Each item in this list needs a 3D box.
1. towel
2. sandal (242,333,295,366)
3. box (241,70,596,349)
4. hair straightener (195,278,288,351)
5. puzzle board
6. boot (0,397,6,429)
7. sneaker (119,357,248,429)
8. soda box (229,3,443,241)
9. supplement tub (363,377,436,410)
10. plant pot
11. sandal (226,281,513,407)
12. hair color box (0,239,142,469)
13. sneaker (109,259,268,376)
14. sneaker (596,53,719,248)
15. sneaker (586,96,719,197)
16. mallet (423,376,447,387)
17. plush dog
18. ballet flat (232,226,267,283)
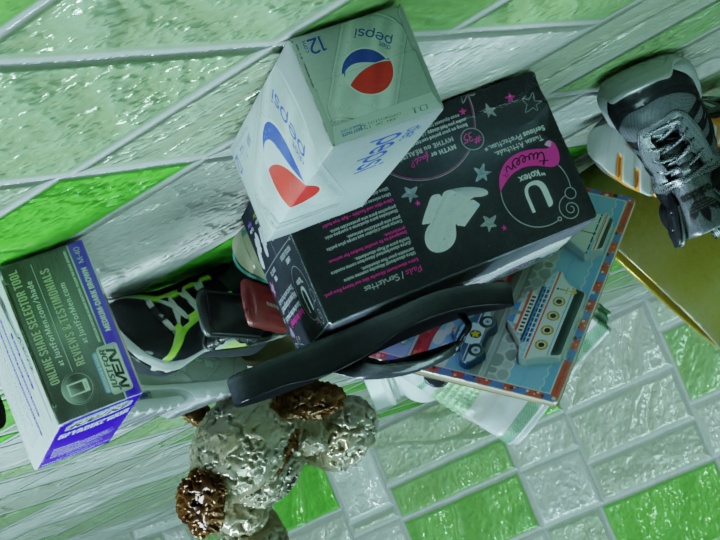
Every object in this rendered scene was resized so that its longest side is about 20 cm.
[{"bbox_3d":[0.098,0.048,1.868,0.149,0.200,0.031,-53,-158,12],"label":"towel"},{"bbox_3d":[-0.099,0.045,1.922,0.211,0.078,0.070,-21,-152,51],"label":"sandal"},{"bbox_3d":[0.037,-0.034,1.498,0.199,0.115,0.132,-20,172,-14],"label":"box"},{"bbox_3d":[-0.082,0.033,1.649,0.077,0.041,0.200,-14,176,16],"label":"hair straightener"},{"bbox_3d":[0.098,0.002,1.577,0.150,0.200,0.017,12,141,17],"label":"puzzle board"},{"bbox_3d":[-0.391,0.141,1.696,0.199,0.065,0.186,-20,171,11],"label":"boot"},{"bbox_3d":[-0.156,0.077,1.818,0.074,0.082,0.200,-22,174,24],"label":"sneaker"},{"bbox_3d":[-0.018,-0.078,1.229,0.068,0.064,0.200,-20,172,-17],"label":"soda box"},{"bbox_3d":[0.082,0.029,1.954,0.199,0.146,0.145,-23,172,-1],"label":"supplement tub"},{"bbox_3d":[0.291,-0.050,1.962,0.142,0.200,0.200,-48,170,3],"label":"plant pot"},{"bbox_3d":[0.012,0.055,1.447,0.199,0.043,0.076,-23,173,12],"label":"sandal"},{"bbox_3d":[-0.202,0.060,1.477,0.065,0.110,0.200,-21,173,-15],"label":"hair color box"},{"bbox_3d":[-0.123,0.022,1.693,0.200,0.072,0.083,-12,141,-56],"label":"sneaker"},{"bbox_3d":[0.242,-0.086,1.666,0.075,0.114,0.200,-26,159,13],"label":"sneaker"},{"bbox_3d":[0.262,-0.107,1.829,0.199,0.079,0.077,-3,-161,-34],"label":"sneaker"},{"bbox_3d":[0.090,0.051,1.744,0.066,0.041,0.200,7,-159,5],"label":"mallet"},{"bbox_3d":[-0.094,0.150,1.886,0.200,0.160,0.172,-49,175,-9],"label":"plush dog"},{"bbox_3d":[-0.002,-0.002,1.624,0.199,0.070,0.069,18,146,-38],"label":"ballet flat"}]
